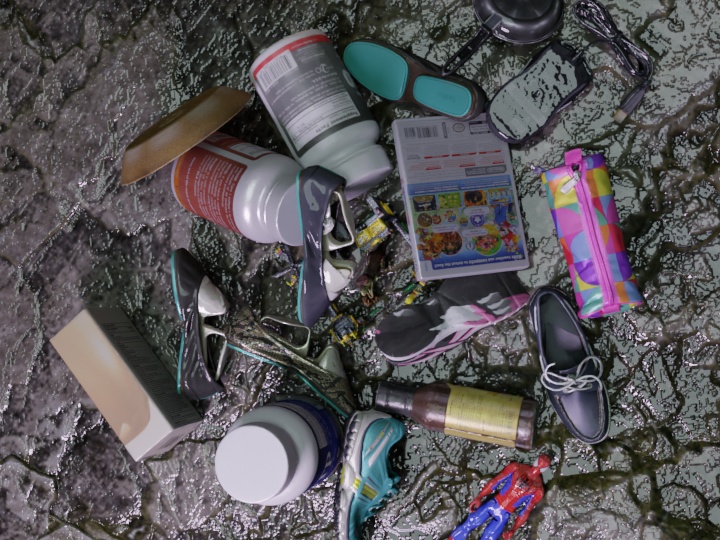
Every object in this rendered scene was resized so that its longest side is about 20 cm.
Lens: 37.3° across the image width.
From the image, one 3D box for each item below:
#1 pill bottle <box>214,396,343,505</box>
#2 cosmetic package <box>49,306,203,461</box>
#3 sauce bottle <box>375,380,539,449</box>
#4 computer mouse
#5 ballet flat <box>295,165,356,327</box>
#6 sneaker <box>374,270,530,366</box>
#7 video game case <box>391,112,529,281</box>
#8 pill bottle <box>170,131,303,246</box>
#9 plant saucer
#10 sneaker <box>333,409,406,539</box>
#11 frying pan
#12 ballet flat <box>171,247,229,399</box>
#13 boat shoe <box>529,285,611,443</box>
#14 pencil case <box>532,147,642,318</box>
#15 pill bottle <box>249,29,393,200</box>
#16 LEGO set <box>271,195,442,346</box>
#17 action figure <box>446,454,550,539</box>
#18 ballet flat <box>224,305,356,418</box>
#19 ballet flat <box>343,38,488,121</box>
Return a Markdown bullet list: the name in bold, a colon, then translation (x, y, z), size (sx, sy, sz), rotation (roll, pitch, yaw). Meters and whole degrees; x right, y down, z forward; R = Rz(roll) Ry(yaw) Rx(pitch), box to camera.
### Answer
- **pill bottle**: translation (-0.100, 0.222, 1.306), size (0.120, 0.200, 0.120), rotation (0, 89, 14)
- **cosmetic package**: translation (-0.307, 0.146, 1.410), size (0.071, 0.105, 0.200), rotation (-40, 79, 10)
- **sauce bottle**: translation (0.119, 0.173, 1.323), size (0.200, 0.065, 0.065), rotation (10, 92, 13)
- **computer mouse**: translation (0.259, -0.218, 1.310), size (0.140, 0.046, 0.200), rotation (41, 99, -1)
- **ballet flat**: translation (-0.039, -0.023, 1.249), size (0.073, 0.073, 0.200), rotation (5, 110, 14)
- **sneaker**: translation (0.110, 0.059, 1.326), size (0.200, 0.086, 0.080), rotation (-20, 68, -7)
- **video game case**: translation (0.122, -0.093, 1.308), size (0.143, 0.018, 0.200), rotation (-6, 80, -15)
- **pill bottle**: translation (-0.137, -0.099, 1.330), size (0.200, 0.112, 0.112), rotation (24, 95, 40)
- **plant saucer**: translation (-0.228, -0.179, 1.347), size (0.200, 0.200, 0.035), rotation (-31, 108, 12)
- **sneaker**: translation (0.010, 0.274, 1.339), size (0.080, 0.078, 0.200), rotation (9, 104, -6)
- **frying pan**: translation (0.161, -0.318, 1.302), size (0.190, 0.031, 0.115), rotation (-21, 72, -14)
- **ballet flat**: translation (-0.206, 0.069, 1.402), size (0.068, 0.068, 0.200), rotation (-1, 99, 6)
- **boat shoe**: translation (0.254, 0.115, 1.291), size (0.075, 0.062, 0.200), rotation (-14, 87, 11)
- **pencil case**: translation (0.275, -0.043, 1.277), size (0.088, 0.088, 0.200), rotation (-17, 87, 13)
- **pill bottle**: translation (-0.047, -0.190, 1.345), size (0.114, 0.114, 0.200), rotation (-31, 83, 12)
- **LEGO set**: translation (0.000, 0.000, 1.327), size (0.200, 0.116, 0.154), rotation (-29, 82, 12)
- **action figure**: translation (0.165, 0.303, 1.320), size (0.065, 0.052, 0.200), rotation (42, 96, 15)
- **ballet flat**: translation (-0.076, 0.109, 1.363), size (0.200, 0.068, 0.075), rotation (31, 88, 2)
- **ballet flat**: translation (0.072, -0.235, 1.334), size (0.200, 0.068, 0.068), rotation (30, 116, 24)
